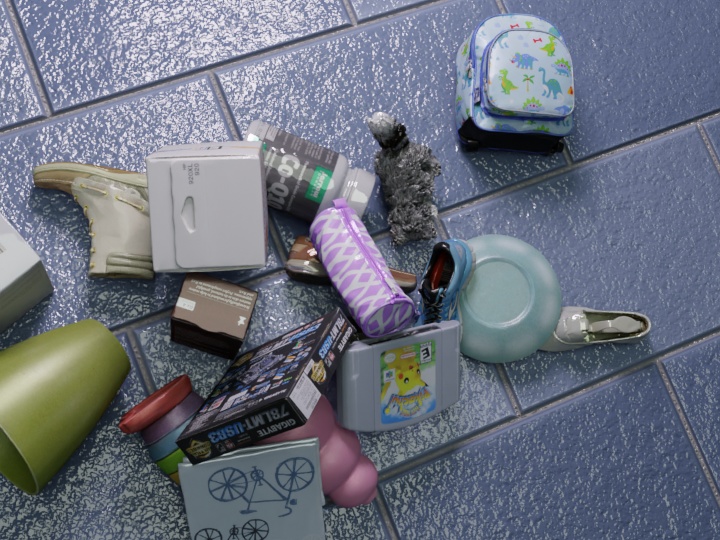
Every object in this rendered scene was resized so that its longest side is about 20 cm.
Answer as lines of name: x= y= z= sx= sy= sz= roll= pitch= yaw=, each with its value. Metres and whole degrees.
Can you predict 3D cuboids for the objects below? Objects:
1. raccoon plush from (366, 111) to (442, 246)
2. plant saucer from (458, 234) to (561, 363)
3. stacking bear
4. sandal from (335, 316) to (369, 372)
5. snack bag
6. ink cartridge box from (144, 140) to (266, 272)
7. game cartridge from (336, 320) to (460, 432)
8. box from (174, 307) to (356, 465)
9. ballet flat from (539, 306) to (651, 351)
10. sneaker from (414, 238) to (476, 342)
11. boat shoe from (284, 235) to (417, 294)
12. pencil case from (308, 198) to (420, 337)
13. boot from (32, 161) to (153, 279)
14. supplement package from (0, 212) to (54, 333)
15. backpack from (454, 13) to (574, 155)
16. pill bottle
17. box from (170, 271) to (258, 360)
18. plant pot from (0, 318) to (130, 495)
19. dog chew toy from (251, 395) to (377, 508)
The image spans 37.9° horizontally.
raccoon plush: x=0.050 y=-0.123 z=1.543 sx=0.200 sy=0.096 sz=0.135 roll=33 pitch=49 yaw=-48
plant saucer: x=0.205 y=0.037 z=1.578 sx=0.200 sy=0.039 sz=0.202 roll=-1 pitch=75 yaw=2
stacking bear: x=-0.224 y=0.253 z=1.429 sx=0.114 sy=0.121 sz=0.200 roll=-36 pitch=96 yaw=-9
sandal: x=-0.065 y=0.119 z=1.520 sx=0.200 sy=0.057 sz=0.080 roll=-14 pitch=83 yaw=1
snack bag: x=-0.136 y=0.326 z=1.396 sx=0.188 sy=0.021 sz=0.201 roll=-9 pitch=107 yaw=-9
ink cartridge box: x=-0.197 y=-0.089 z=1.385 sx=0.144 sy=0.200 sz=0.148 roll=-3 pitch=102 yaw=-3
game cartridge: x=0.057 y=0.151 z=1.455 sx=0.199 sy=0.040 sz=0.134 roll=-12 pitch=111 yaw=-32
box: x=-0.120 y=0.150 z=1.362 sx=0.050 sy=0.199 sz=0.199 roll=55 pitch=32 yaw=-15
ballet flat: x=0.354 y=0.085 z=1.606 sx=0.199 sy=0.069 sz=0.070 roll=-1 pitch=77 yaw=-12
sneaker: x=0.106 y=0.047 z=1.530 sx=0.078 sy=0.090 sz=0.201 roll=9 pitch=88 yaw=28
boat shoe: x=-0.010 y=-0.010 z=1.550 sx=0.199 sy=0.076 sz=0.072 roll=12 pitch=73 yaw=-10
pencil case: x=0.000 y=0.000 z=1.444 sx=0.084 sy=0.086 sz=0.200 roll=-16 pitch=54 yaw=-26
boot: x=-0.378 y=-0.069 z=1.487 sx=0.199 sy=0.072 sz=0.156 roll=8 pitch=86 yaw=3
supplement package: x=-0.492 y=0.001 z=1.379 sx=0.117 sy=0.200 sz=0.117 roll=-42 pitch=88 yaw=-17
backpack: x=0.245 y=-0.299 z=1.632 sx=0.182 sy=0.147 sz=0.201 roll=2 pitch=74 yaw=-14
pill bottle: x=-0.086 y=-0.134 z=1.541 sx=0.199 sy=0.113 sz=0.114 roll=21 pitch=74 yaw=-6
box: x=-0.202 y=0.064 z=1.424 sx=0.100 sy=0.200 sz=0.075 roll=18 pitch=77 yaw=-7
plant pot: x=-0.410 y=0.159 z=1.387 sx=0.187 sy=0.187 sz=0.200 roll=47 pitch=58 yaw=2
dog chew toy: x=-0.057 y=0.253 z=1.457 sx=0.200 sy=0.124 sz=0.125 roll=43 pitch=72 yaw=-8
